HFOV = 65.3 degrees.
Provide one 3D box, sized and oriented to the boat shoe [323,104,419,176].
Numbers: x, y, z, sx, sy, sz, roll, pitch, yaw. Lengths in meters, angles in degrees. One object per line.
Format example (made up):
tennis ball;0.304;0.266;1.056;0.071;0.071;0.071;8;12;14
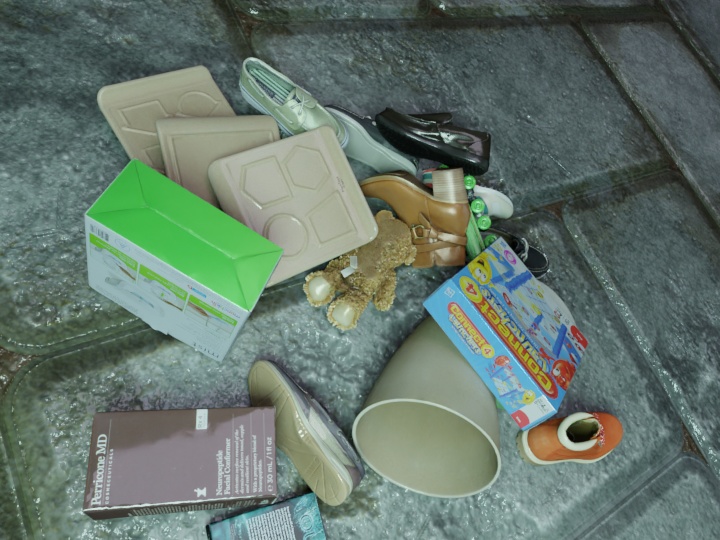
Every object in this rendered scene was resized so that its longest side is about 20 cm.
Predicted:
boat shoe;0.018;-0.226;0.960;0.197;0.074;0.061;28;59;-11

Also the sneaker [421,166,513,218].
sneaker;0.184;-0.110;1.002;0.197;0.070;0.095;19;83;-26

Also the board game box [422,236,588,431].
board game box;0.201;0.072;0.750;0.201;0.056;0.195;51;36;6

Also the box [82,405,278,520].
box;-0.192;0.210;0.622;0.195;0.075;0.102;0;62;-15

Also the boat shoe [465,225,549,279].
boat shoe;0.258;-0.037;0.989;0.196;0.060;0.075;18;57;-16

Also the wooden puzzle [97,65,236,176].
wooden puzzle;-0.264;-0.197;0.841;0.183;0.046;0.202;-28;83;-34

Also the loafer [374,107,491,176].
loafer;0.118;-0.216;0.893;0.197;0.073;0.073;24;82;5

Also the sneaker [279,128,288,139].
sneaker;-0.107;-0.231;0.913;0.200;0.073;0.071;46;52;4

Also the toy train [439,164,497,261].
toy train;0.179;-0.088;0.920;0.055;0.042;0.204;-20;84;6

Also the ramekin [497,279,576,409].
ramekin;0.246;0.107;0.883;0.196;0.098;0.204;11;60;-20

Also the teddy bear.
teddy bear;0.000;0.000;0.854;0.143;0.067;0.203;25;62;0

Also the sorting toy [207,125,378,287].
sorting toy;-0.094;-0.094;0.803;0.197;0.036;0.188;-24;87;-22

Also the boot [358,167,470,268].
boot;0.081;-0.082;0.914;0.073;0.196;0.158;-25;113;-55

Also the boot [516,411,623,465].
boot;0.345;0.249;0.851;0.196;0.107;0.076;-2;62;-28

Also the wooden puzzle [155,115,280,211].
wooden puzzle;-0.188;-0.123;0.811;0.182;0.037;0.205;-12;88;-35

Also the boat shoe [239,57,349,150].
boat shoe;-0.104;-0.247;0.858;0.198;0.062;0.073;32;77;1

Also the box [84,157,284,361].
box;-0.215;0.000;0.673;0.198;0.177;0.098;31;56;-6

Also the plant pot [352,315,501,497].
plant pot;0.104;0.160;0.756;0.185;0.188;0.201;32;41;-6

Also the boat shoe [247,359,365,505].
boat shoe;-0.069;0.195;0.709;0.200;0.072;0.064;48;30;20

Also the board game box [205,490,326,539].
board game box;-0.088;0.369;0.626;0.133;0.028;0.204;-5;66;-28
